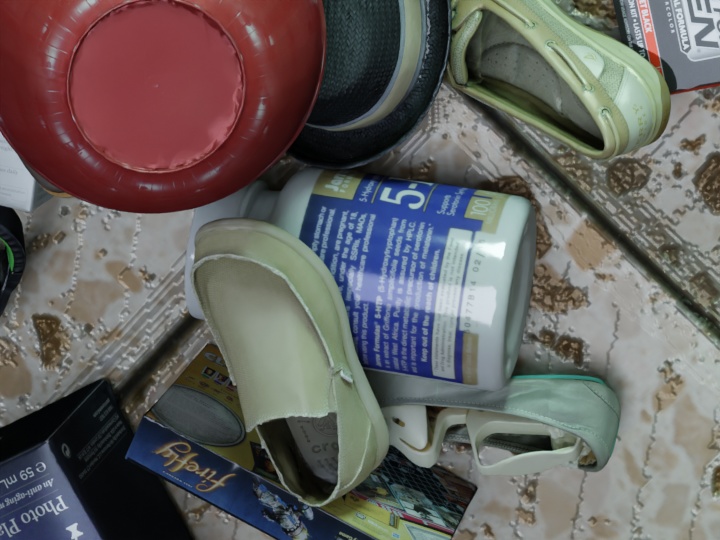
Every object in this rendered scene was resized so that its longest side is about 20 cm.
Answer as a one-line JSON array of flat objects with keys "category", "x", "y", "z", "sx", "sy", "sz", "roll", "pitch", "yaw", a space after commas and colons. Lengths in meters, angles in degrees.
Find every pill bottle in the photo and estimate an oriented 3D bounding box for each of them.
[{"category": "pill bottle", "x": 0.000, "y": 0.000, "z": 1.570, "sx": 0.199, "sy": 0.120, "sz": 0.120, "roll": 9, "pitch": 108, "yaw": 10}]

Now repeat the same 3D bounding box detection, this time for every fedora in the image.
[{"category": "fedora", "x": -0.043, "y": -0.156, "z": 1.518, "sx": 0.200, "sy": 0.091, "sz": 0.202, "roll": 6, "pitch": 101, "yaw": 35}]

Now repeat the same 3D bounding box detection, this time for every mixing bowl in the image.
[{"category": "mixing bowl", "x": -0.113, "y": -0.112, "z": 1.403, "sx": 0.199, "sy": 0.108, "sz": 0.201, "roll": -2, "pitch": 108, "yaw": -5}]

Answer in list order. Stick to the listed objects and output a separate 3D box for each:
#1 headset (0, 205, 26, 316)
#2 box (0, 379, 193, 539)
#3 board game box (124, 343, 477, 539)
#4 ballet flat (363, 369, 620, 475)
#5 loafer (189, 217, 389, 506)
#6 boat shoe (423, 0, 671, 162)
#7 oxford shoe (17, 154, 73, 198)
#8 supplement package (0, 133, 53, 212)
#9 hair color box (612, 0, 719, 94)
[{"category": "headset", "x": -0.285, "y": 0.022, "z": 1.646, "sx": 0.123, "sy": 0.094, "sz": 0.200, "roll": 5, "pitch": 146, "yaw": -24}, {"category": "box", "x": -0.215, "y": 0.212, "z": 1.685, "sx": 0.199, "sy": 0.123, "sz": 0.199, "roll": -26, "pitch": 100, "yaw": 19}, {"category": "board game box", "x": -0.033, "y": 0.126, "z": 1.608, "sx": 0.199, "sy": 0.136, "sz": 0.035, "roll": 28, "pitch": 112, "yaw": 5}, {"category": "ballet flat", "x": 0.061, "y": 0.094, "z": 1.606, "sx": 0.199, "sy": 0.064, "sz": 0.068, "roll": 3, "pitch": 152, "yaw": 10}, {"category": "loafer", "x": -0.041, "y": 0.057, "z": 1.504, "sx": 0.075, "sy": 0.068, "sz": 0.201, "roll": -13, "pitch": 123, "yaw": 27}, {"category": "boat shoe", "x": 0.086, "y": -0.125, "z": 1.512, "sx": 0.200, "sy": 0.063, "sz": 0.074, "roll": 35, "pitch": 129, "yaw": 25}, {"category": "oxford shoe", "x": -0.207, "y": -0.131, "z": 1.481, "sx": 0.071, "sy": 0.073, "sz": 0.201, "roll": -19, "pitch": 98, "yaw": 23}, {"category": "supplement package", "x": -0.220, "y": -0.154, "z": 1.580, "sx": 0.109, "sy": 0.114, "sz": 0.201, "roll": 13, "pitch": 108, "yaw": 10}, {"category": "hair color box", "x": 0.246, "y": -0.169, "z": 1.492, "sx": 0.199, "sy": 0.061, "sz": 0.102, "roll": -11, "pitch": 104, "yaw": 16}]
